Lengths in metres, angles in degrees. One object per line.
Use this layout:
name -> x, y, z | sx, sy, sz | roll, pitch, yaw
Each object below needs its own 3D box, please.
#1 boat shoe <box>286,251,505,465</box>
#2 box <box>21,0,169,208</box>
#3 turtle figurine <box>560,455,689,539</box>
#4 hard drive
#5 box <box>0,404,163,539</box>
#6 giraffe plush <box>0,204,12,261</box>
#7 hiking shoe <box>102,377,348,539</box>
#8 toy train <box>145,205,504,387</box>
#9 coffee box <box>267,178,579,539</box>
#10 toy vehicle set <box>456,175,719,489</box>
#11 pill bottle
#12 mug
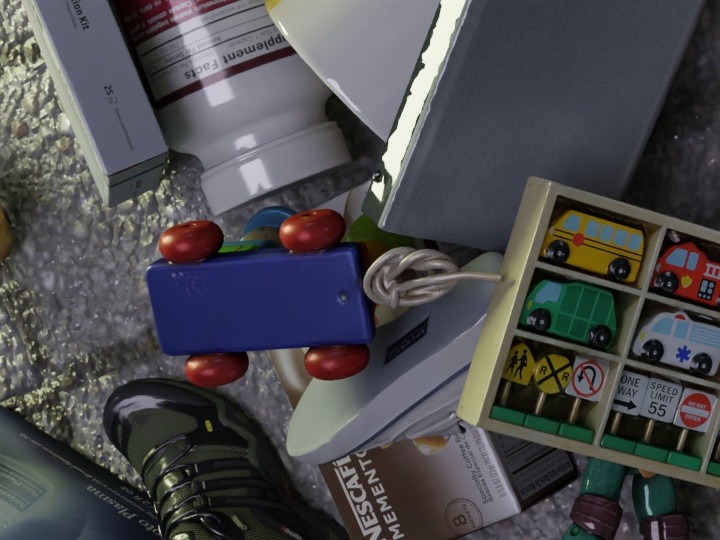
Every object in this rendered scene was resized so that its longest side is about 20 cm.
boat shoe -> 0.036, 0.062, 1.196 | 0.065, 0.074, 0.200 | 32, 142, -22
box -> -0.157, -0.121, 1.297 | 0.041, 0.200, 0.156 | -22, 89, -8
turtle figurine -> 0.158, 0.082, 1.209 | 0.101, 0.149, 0.201 | -178, 99, -72
hard drive -> 0.095, -0.105, 1.131 | 0.033, 0.139, 0.201 | 44, 118, 51
box -> -0.227, 0.193, 1.396 | 0.200, 0.198, 0.124 | 28, 114, 21
giraffe plush -> -0.322, -0.066, 1.441 | 0.200, 0.172, 0.163 | -37, 68, 65
hiking shoe -> -0.090, 0.141, 1.361 | 0.200, 0.101, 0.076 | 41, 117, 16
toy train -> 0.000, 0.000, 1.184 | 0.199, 0.116, 0.085 | -5, 105, 24
coffee box -> 0.023, 0.054, 1.288 | 0.114, 0.080, 0.201 | -25, 88, 32
toy vehicle set -> 0.156, 0.038, 1.136 | 0.027, 0.199, 0.125 | 23, 97, 67
pill bottle -> -0.080, -0.139, 1.287 | 0.113, 0.113, 0.201 | -21, 90, 32
mug -> 0.042, -0.157, 1.192 | 0.153, 0.149, 0.187 | -45, 81, 11
